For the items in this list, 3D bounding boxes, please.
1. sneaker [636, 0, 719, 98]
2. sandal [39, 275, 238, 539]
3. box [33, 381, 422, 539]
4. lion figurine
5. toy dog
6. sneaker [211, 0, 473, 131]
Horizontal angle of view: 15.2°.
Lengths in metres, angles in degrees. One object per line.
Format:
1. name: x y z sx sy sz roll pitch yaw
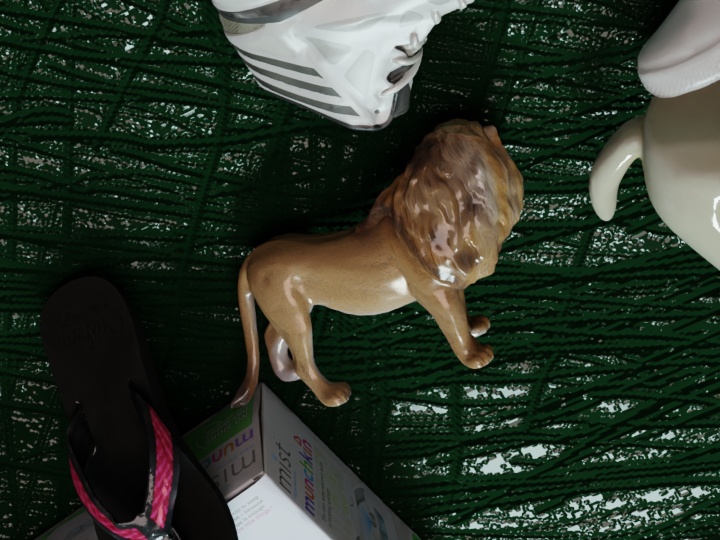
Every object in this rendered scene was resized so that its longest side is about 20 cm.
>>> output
1. sneaker: 0.206 -0.172 1.348 0.200 0.075 0.089 -39 104 13
2. sandal: -0.126 0.098 1.436 0.075 0.045 0.200 -26 80 16
3. box: -0.077 0.194 1.536 0.200 0.097 0.176 -36 117 18
4. lion figurine: 0.000 0.000 1.436 0.200 0.072 0.123 -19 114 14
5. toy dog: 0.233 -0.011 1.403 0.194 0.140 0.200 -20 123 12
6. sneaker: 0.029 -0.140 1.358 0.200 0.076 0.115 -14 131 15
